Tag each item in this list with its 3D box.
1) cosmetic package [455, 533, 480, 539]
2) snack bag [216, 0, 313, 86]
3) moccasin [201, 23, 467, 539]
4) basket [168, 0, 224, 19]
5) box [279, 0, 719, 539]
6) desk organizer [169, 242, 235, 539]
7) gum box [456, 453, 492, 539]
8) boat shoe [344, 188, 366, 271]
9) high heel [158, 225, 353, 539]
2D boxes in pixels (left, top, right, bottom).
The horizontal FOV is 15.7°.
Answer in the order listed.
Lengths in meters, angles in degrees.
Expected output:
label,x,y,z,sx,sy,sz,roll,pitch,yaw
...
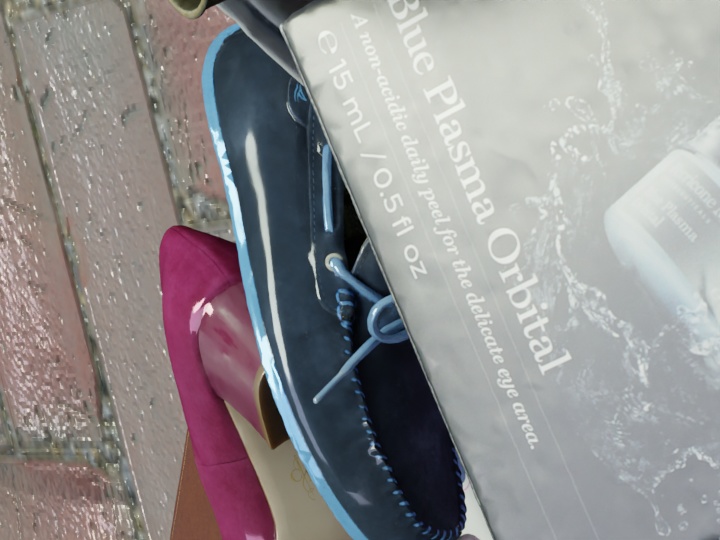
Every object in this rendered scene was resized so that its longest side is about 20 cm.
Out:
label,x,y,z,sx,sy,sz,roll,pitch,yaw
cosmetic package,0.063,0.238,0.903,0.166,0.167,0.201,33,159,42
snack bag,-0.025,-0.137,0.872,0.021,0.188,0.201,-25,58,20
moccasin,0.000,0.000,0.902,0.068,0.080,0.201,-22,83,25
basket,0.025,-0.183,0.721,0.136,0.199,0.182,-152,47,-69
box,0.112,-0.030,0.764,0.199,0.117,0.198,-27,83,30
desk organizer,-0.026,0.079,1.098,0.077,0.071,0.201,44,136,37
gum box,0.079,0.059,0.946,0.199,0.066,0.114,-12,94,55
boat shoe,0.011,-0.086,0.984,0.071,0.076,0.202,-15,82,21
high heel,-0.036,0.076,1.018,0.096,0.067,0.201,48,150,44
